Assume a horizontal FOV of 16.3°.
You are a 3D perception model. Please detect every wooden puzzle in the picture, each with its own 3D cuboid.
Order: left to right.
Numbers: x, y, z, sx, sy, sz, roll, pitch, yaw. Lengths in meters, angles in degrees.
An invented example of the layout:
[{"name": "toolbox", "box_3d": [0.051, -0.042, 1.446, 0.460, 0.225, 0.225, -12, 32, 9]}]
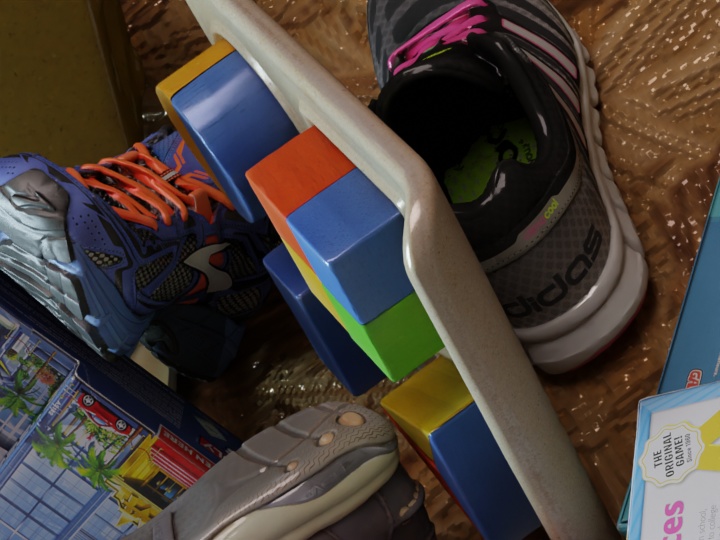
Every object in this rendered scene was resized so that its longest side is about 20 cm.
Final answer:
[{"name": "wooden puzzle", "box_3d": [0.000, 0.000, 0.779, 0.046, 0.185, 0.200, -33, 42, -4]}]

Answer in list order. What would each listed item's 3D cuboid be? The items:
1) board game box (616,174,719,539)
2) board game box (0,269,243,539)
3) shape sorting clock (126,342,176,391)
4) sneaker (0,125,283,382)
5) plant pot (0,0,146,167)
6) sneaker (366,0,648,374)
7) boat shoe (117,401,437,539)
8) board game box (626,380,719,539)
[{"name": "board game box", "box_3d": [0.188, 0.022, 0.723, 0.200, 0.047, 0.151, 0, 59, 37]}, {"name": "board game box", "box_3d": [-0.148, 0.104, 0.838, 0.200, 0.200, 0.062, -52, 9, 10]}, {"name": "shape sorting clock", "box_3d": [-0.158, 0.071, 0.953, 0.200, 0.039, 0.200, -17, 41, 16]}, {"name": "sneaker", "box_3d": [-0.074, -0.018, 0.845, 0.075, 0.200, 0.078, 37, 93, 12]}, {"name": "plant pot", "box_3d": [-0.188, -0.074, 0.963, 0.200, 0.194, 0.196, -12, 33, 0]}, {"name": "sneaker", "box_3d": [0.037, -0.059, 0.868, 0.074, 0.087, 0.200, -31, 45, 15]}, {"name": "boat shoe", "box_3d": [-0.062, 0.121, 0.774, 0.200, 0.073, 0.074, -32, 13, 8]}, {"name": "board game box", "box_3d": [0.128, 0.108, 0.630, 0.134, 0.034, 0.200, -16, 47, 31]}]
